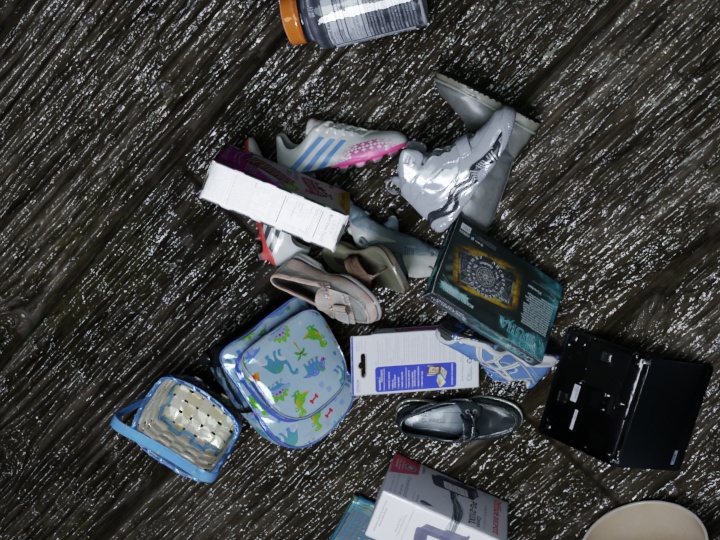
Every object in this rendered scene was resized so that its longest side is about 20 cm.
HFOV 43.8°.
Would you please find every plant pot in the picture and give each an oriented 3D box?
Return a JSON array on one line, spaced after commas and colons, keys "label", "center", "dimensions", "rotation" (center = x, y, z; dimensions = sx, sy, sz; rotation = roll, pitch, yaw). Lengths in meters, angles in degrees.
[{"label": "plant pot", "center": [0.446, 0.485, 1.338], "dimensions": [0.186, 0.188, 0.201], "rotation": [-19, 112, 13]}]

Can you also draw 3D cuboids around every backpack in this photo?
[{"label": "backpack", "center": [-0.106, 0.161, 1.346], "dimensions": [0.183, 0.147, 0.201], "rotation": [-36, 102, -23]}]

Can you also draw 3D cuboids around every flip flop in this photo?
[{"label": "flip flop", "center": [0.000, 0.000, 1.303], "dimensions": [0.058, 0.200, 0.081], "rotation": [-41, 121, -24]}]

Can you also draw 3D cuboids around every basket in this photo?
[{"label": "basket", "center": [-0.276, 0.244, 1.385], "dimensions": [0.176, 0.200, 0.139], "rotation": [31, 105, 1]}]

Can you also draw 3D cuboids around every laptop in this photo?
[{"label": "laptop", "center": [0.399, 0.195, 1.359], "dimensions": [0.199, 0.103, 0.178], "rotation": [21, 106, 31]}]

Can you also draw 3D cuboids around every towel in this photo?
[{"label": "towel", "center": [0.046, 0.470, 1.472], "dimensions": [0.199, 0.022, 0.147], "rotation": [28, 106, 3]}]

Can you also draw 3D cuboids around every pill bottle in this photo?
[{"label": "pill bottle", "center": [-0.011, -0.374, 1.260], "dimensions": [0.199, 0.106, 0.107], "rotation": [-10, 100, 12]}]

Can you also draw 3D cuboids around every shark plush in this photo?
[{"label": "shark plush", "center": [0.032, -0.055, 1.359], "dimensions": [0.200, 0.091, 0.083], "rotation": [41, 81, 14]}]

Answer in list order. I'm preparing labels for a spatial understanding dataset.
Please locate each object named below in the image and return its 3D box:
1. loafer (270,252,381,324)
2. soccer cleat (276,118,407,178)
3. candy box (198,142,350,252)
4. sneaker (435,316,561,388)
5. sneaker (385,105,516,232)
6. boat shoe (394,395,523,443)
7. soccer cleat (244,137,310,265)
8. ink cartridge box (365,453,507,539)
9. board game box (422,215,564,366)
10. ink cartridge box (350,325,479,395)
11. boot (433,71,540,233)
[{"label": "loafer", "center": [-0.053, 0.037, 1.295], "dimensions": [0.200, 0.063, 0.072], "rotation": [28, 139, 44]}, {"label": "soccer cleat", "center": [-0.033, -0.189, 1.321], "dimensions": [0.199, 0.070, 0.087], "rotation": [-13, 100, 13]}, {"label": "candy box", "center": [-0.115, -0.105, 1.258], "dimensions": [0.199, 0.136, 0.061], "rotation": [22, 107, -8]}, {"label": "sneaker", "center": [0.198, 0.125, 1.323], "dimensions": [0.199, 0.076, 0.077], "rotation": [18, 115, -17]}, {"label": "sneaker", "center": [0.122, -0.159, 1.234], "dimensions": [0.115, 0.075, 0.200], "rotation": [33, 112, -2]}, {"label": "boat shoe", "center": [0.149, 0.233, 1.380], "dimensions": [0.198, 0.066, 0.075], "rotation": [6, 102, 9]}, {"label": "soccer cleat", "center": [-0.130, -0.106, 1.362], "dimensions": [0.085, 0.069, 0.201], "rotation": [-11, 103, 3]}, {"label": "ink cartridge box", "center": [0.122, 0.380, 1.375], "dimensions": [0.199, 0.145, 0.085], "rotation": [23, 105, 4]}, {"label": "board game box", "center": [0.193, 0.030, 1.279], "dimensions": [0.200, 0.136, 0.028], "rotation": [33, 150, -15]}, {"label": "ink cartridge box", "center": [0.081, 0.134, 1.358], "dimensions": [0.199, 0.037, 0.095], "rotation": [-3, 102, -11]}, {"label": "boot", "center": [0.145, -0.164, 1.304], "dimensions": [0.181, 0.073, 0.201], "rotation": [32, 112, 4]}]
